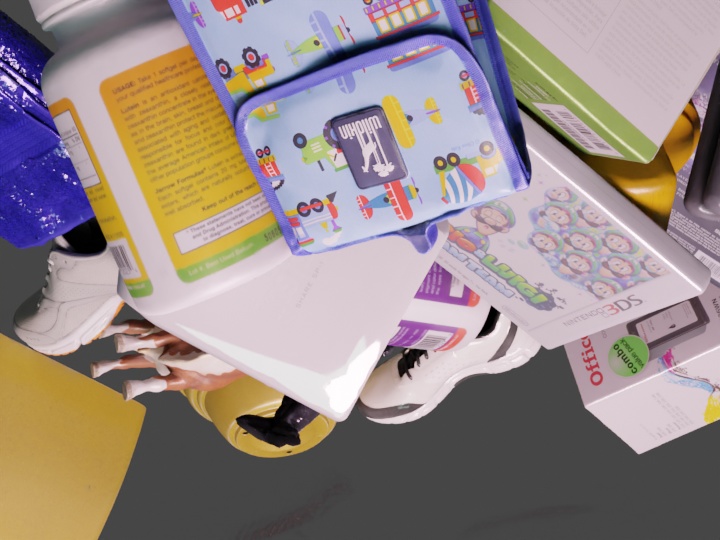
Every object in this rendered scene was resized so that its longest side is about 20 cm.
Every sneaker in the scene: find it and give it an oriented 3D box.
[{"bbox_3d":[0.075,0.078,1.037,0.198,0.074,0.080,-30,137,10],"label":"sneaker"},{"bbox_3d":[-0.216,-0.003,0.825,0.198,0.077,0.092,-25,130,31],"label":"sneaker"}]

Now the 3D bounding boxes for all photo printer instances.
[{"bbox_3d":[-0.060,-0.011,0.743,0.198,0.069,0.168,29,97,-11],"label":"photo printer"}]

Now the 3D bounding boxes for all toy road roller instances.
[{"bbox_3d":[0.143,-0.083,0.759,0.196,0.148,0.124,-12,145,0],"label":"toy road roller"}]

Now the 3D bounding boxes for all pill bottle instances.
[{"bbox_3d":[-0.119,-0.087,0.630,0.109,0.111,0.203,-19,101,11],"label":"pill bottle"},{"bbox_3d":[0.000,0.000,0.860,0.197,0.113,0.112,9,140,-28],"label":"pill bottle"}]

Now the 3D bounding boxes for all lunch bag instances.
[{"bbox_3d":[0.001,-0.105,0.583,0.148,0.094,0.203,-17,102,25],"label":"lunch bag"}]

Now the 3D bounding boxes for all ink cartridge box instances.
[{"bbox_3d":[0.299,0.048,0.990,0.198,0.149,0.146,-29,143,21],"label":"ink cartridge box"},{"bbox_3d":[0.159,-0.190,0.641,0.147,0.076,0.202,34,87,-22],"label":"ink cartridge box"}]

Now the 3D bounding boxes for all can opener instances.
[{"bbox_3d":[0.244,-0.137,0.705,0.066,0.204,0.053,17,176,-11],"label":"can opener"}]

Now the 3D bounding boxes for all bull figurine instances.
[{"bbox_3d":[-0.146,0.065,0.872,0.119,0.067,0.199,-5,-179,-26],"label":"bull figurine"}]

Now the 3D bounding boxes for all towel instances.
[{"bbox_3d":[-0.247,-0.092,0.695,0.146,0.050,0.200,-27,137,21],"label":"towel"}]

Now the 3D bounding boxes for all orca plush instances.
[{"bbox_3d":[-0.040,0.063,0.913,0.104,0.200,0.072,-7,117,48],"label":"orca plush"}]

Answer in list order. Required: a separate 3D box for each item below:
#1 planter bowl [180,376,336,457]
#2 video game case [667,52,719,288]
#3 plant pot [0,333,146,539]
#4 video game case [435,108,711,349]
[{"bbox_3d":[-0.080,0.123,1.029,0.196,0.085,0.202,-8,145,-6],"label":"planter bowl"},{"bbox_3d":[0.277,-0.087,0.833,0.142,0.019,0.201,34,138,8],"label":"video game case"},{"bbox_3d":[-0.330,0.185,0.918,0.197,0.179,0.200,-14,148,28],"label":"plant pot"},{"bbox_3d":[0.116,-0.026,0.758,0.199,0.024,0.182,37,152,-12],"label":"video game case"}]
